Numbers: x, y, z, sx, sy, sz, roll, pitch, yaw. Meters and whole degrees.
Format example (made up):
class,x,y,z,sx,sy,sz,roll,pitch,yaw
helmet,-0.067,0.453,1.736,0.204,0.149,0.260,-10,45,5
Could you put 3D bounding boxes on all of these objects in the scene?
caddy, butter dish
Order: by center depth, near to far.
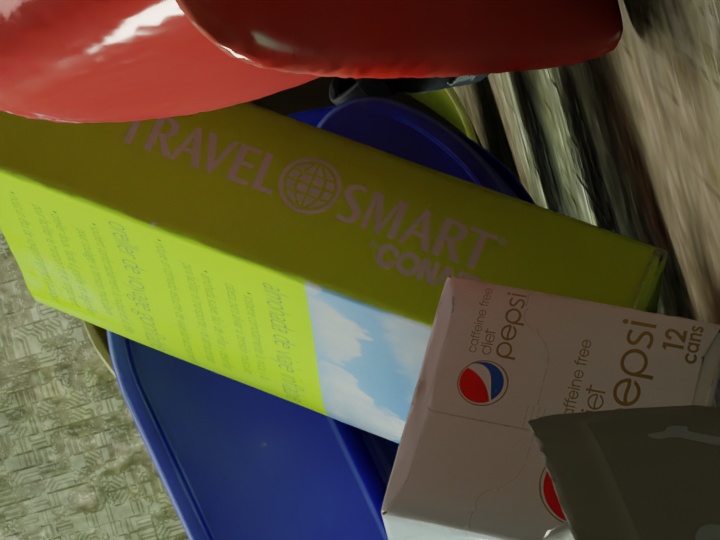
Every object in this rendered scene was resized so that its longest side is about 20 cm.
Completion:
class,x,y,z,sx,sy,sz,roll,pitch,yaw
butter dish,-0.063,-0.104,0.645,0.200,0.148,0.200,-10,-110,-62
caddy,0.006,0.042,0.905,0.200,0.141,0.105,65,-176,10

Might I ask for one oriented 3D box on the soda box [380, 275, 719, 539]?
class,x,y,z,sx,sy,sz,roll,pitch,yaw
soda box,0.053,0.079,0.734,0.200,0.068,0.064,78,-154,-60

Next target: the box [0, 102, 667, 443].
class,x,y,z,sx,sy,sz,roll,pitch,yaw
box,0.001,0.007,0.790,0.122,0.200,0.048,81,-149,-70

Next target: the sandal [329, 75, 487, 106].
class,x,y,z,sx,sy,sz,roll,pitch,yaw
sandal,0.019,-0.074,0.982,0.200,0.076,0.043,-5,-90,-80

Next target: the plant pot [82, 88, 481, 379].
class,x,y,z,sx,sy,sz,roll,pitch,yaw
plant pot,-0.003,0.012,1.322,0.200,0.187,0.188,45,-154,-61

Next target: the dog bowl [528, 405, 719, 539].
class,x,y,z,sx,sy,sz,roll,pitch,yaw
dog bowl,0.081,0.113,0.498,0.200,0.059,0.201,164,90,-89

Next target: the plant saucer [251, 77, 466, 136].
class,x,y,z,sx,sy,sz,roll,pitch,yaw
plant saucer,0.000,0.000,1.024,0.029,0.200,0.200,-48,45,39
